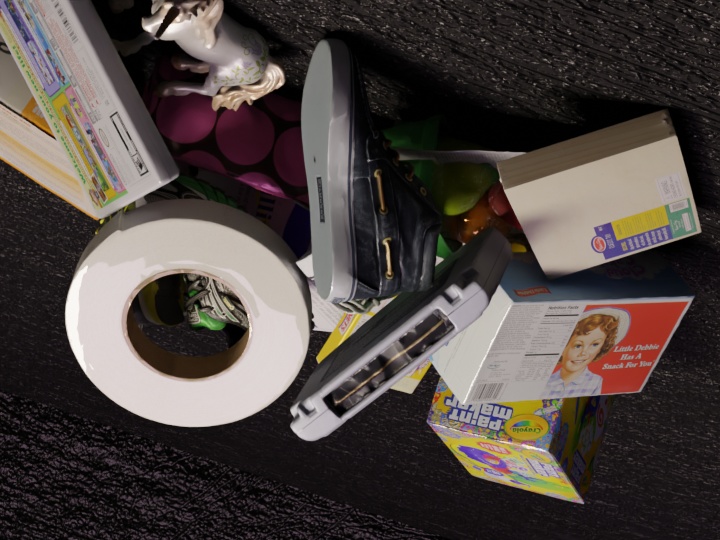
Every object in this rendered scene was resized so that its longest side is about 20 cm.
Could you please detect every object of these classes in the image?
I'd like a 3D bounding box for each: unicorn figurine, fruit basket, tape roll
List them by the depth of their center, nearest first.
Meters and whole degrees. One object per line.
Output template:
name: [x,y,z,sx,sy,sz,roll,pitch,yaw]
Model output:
unicorn figurine: [-0.130,-0.179,1.534,0.137,0.074,0.200,-5,169,39]
fruit basket: [0.110,-0.069,1.643,0.200,0.094,0.185,-3,160,15]
tape roll: [-0.140,0.036,1.654,0.203,0.203,0.037,20,-151,-10]

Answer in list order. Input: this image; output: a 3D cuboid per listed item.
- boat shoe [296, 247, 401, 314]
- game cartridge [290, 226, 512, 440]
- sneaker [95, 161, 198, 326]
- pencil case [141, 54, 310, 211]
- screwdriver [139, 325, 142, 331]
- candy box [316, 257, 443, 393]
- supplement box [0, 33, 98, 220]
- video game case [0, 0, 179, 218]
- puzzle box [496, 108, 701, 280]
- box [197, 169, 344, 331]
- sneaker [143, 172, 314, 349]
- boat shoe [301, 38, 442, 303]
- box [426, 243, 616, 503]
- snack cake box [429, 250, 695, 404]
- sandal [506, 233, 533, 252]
boat shoe: [-0.002,0.002,1.668,0.068,0.074,0.199,57,180,4]
game cartridge: [0.035,0.048,1.600,0.200,0.133,0.041,-39,101,23]
sneaker: [-0.193,-0.048,1.737,0.085,0.200,0.074,-10,162,30]
pencil case: [-0.088,-0.105,1.676,0.200,0.094,0.091,19,173,0]
screwdriver: [-0.201,-0.025,1.900,0.028,0.200,0.029,19,153,-29]
candy box: [0.051,0.020,1.809,0.102,0.200,0.026,15,-150,-33]
supplement box: [-0.268,-0.131,1.784,0.126,0.074,0.200,33,166,4]
video game case: [-0.220,-0.145,1.586,0.200,0.022,0.182,63,157,-4]
puzzle box: [0.187,-0.054,1.555,0.133,0.025,0.200,-18,157,8]
box: [-0.093,-0.028,1.850,0.200,0.105,0.184,6,160,24]
sneaker: [-0.119,0.001,1.691,0.078,0.085,0.200,1,130,57]
boat shoe: [0.009,-0.077,1.548,0.091,0.200,0.071,-4,-173,-20]
box: [0.166,0.094,1.908,0.122,0.193,0.200,13,164,19]
snack cake box: [0.170,0.046,1.711,0.200,0.115,0.067,-1,-141,-34]
sandal: [0.145,-0.007,1.763,0.211,0.070,0.078,-6,137,-22]
